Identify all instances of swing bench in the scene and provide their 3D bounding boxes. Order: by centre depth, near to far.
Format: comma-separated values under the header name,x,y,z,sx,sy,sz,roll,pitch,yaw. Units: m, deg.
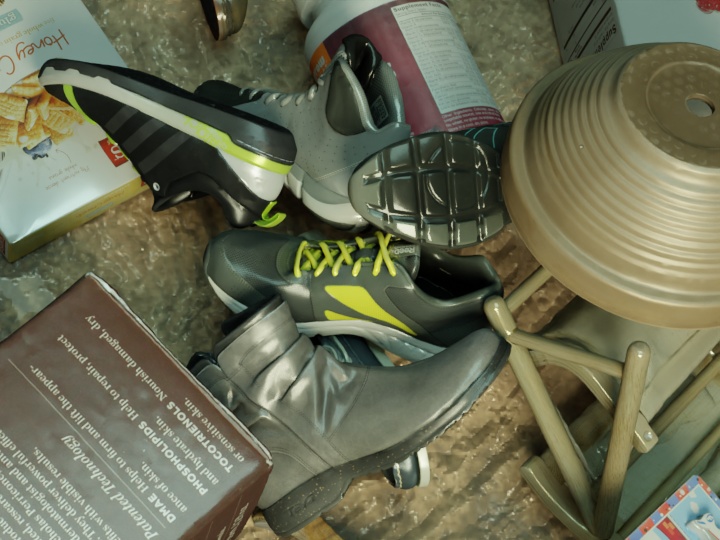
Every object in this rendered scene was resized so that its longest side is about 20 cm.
name,x,y,z,sx,sy,sz,roll,pitch,yaw
swing bench,0.202,0.061,1.259,0.130,0.200,0.199,18,46,39

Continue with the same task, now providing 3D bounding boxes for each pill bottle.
name,x,y,z,sx,sy,sz,roll,pitch,yaw
pill bottle,0.026,-0.137,1.347,0.110,0.110,0.200,-19,72,-19

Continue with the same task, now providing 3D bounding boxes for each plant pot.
name,x,y,z,sx,sy,sz,roll,pitch,yaw
plant pot,0.192,-0.071,1.151,0.201,0.093,0.201,7,54,-9

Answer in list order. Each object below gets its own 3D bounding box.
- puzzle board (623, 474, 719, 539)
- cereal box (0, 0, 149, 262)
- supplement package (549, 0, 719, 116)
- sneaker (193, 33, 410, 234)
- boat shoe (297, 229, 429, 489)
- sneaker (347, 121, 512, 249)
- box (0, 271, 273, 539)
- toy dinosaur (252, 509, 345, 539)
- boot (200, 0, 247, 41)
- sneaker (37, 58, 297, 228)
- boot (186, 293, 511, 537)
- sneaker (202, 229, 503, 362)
name,x,y,z,sx,sy,sz,roll,pitch,yaw
puzzle board,0.224,0.236,1.127,0.151,0.017,0.200,-35,81,-37
cereal box,-0.235,-0.122,1.324,0.144,0.040,0.200,-31,76,-22
supplement package,0.220,-0.188,1.404,0.121,0.120,0.200,-5,68,-15
sneaker,-0.032,-0.115,1.289,0.075,0.116,0.200,-4,31,-47
boat shoe,-0.016,0.063,1.271,0.062,0.075,0.200,-19,71,-21
sneaker,0.081,-0.058,1.234,0.200,0.079,0.075,-6,99,-22
box,-0.186,0.143,1.149,0.164,0.166,0.200,45,67,9
toy dinosaur,0.012,0.214,1.220,0.200,0.060,0.106,34,63,3
boot,-0.076,-0.259,1.399,0.097,0.075,0.200,-3,66,-10
sneaker,-0.137,-0.081,1.259,0.200,0.072,0.083,22,100,22
boot,-0.017,0.065,1.183,0.200,0.070,0.132,-36,95,9
sneaker,0.000,0.000,1.226,0.200,0.085,0.074,13,48,-12
